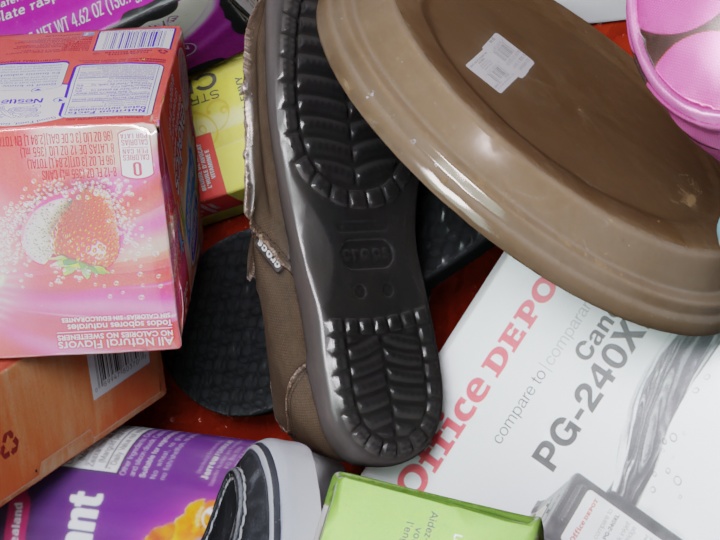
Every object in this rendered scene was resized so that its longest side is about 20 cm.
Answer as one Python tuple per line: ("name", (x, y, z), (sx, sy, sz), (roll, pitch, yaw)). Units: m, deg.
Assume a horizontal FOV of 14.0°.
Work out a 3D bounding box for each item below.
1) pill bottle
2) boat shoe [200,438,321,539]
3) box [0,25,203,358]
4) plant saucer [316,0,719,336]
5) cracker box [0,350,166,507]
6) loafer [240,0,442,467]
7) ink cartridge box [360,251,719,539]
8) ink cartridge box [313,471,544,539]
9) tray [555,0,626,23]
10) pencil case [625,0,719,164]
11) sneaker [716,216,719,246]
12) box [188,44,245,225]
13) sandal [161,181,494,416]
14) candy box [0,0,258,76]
("pill bottle", (-0.110, 0.117, 1.175), (0.199, 0.111, 0.112), (5, 88, 16))
("boat shoe", (-0.064, 0.153, 1.046), (0.067, 0.072, 0.201), (17, 78, -16))
("box", (-0.164, -0.027, 1.106), (0.199, 0.103, 0.095), (-3, 115, 3))
("plant saucer", (0.072, -0.054, 1.091), (0.200, 0.200, 0.030), (44, 116, 13))
("cracker box", (-0.196, 0.036, 1.163), (0.199, 0.134, 0.058), (9, 117, 33))
("loafer", (-0.020, -0.021, 1.120), (0.071, 0.073, 0.201), (-19, 70, 50))
("ink cartridge box", (0.116, 0.085, 1.129), (0.200, 0.083, 0.146), (34, 96, 15))
("ink cartridge box", (0.006, 0.190, 1.006), (0.075, 0.148, 0.201), (12, 71, 10))
("tray", (0.085, -0.200, 1.189), (0.107, 0.022, 0.201), (-5, 85, 14))
("pencil case", (0.158, -0.076, 1.070), (0.090, 0.200, 0.094), (-31, 70, 10))
("sneaker", (0.227, 0.034, 1.056), (0.199, 0.080, 0.131), (1, 63, -25))
("box", (-0.063, -0.059, 1.205), (0.199, 0.050, 0.076), (-16, 81, 14))
("sandal", (0.000, 0.000, 1.178), (0.200, 0.045, 0.075), (-32, 71, 29))
("candy box", (-0.131, -0.162, 1.199), (0.136, 0.061, 0.201), (-23, 64, 12))
